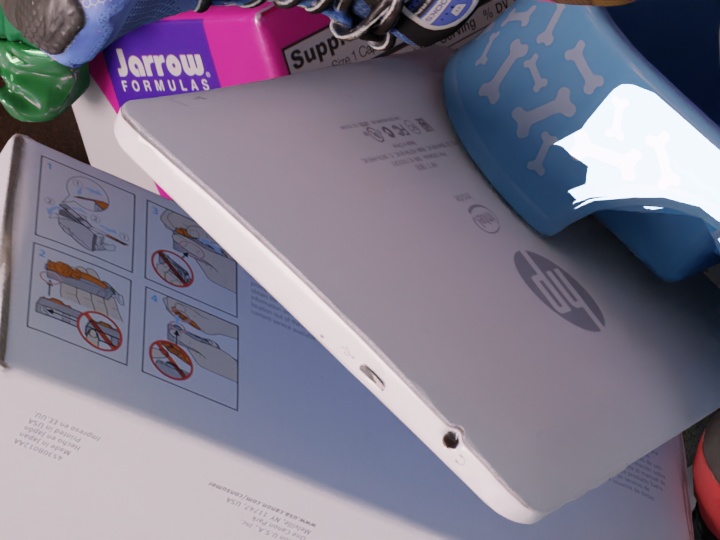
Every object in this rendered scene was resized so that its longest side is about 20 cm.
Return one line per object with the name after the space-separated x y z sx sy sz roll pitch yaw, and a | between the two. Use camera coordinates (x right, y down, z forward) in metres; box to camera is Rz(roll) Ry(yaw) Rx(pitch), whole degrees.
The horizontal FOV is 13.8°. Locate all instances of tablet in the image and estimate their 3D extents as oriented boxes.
0.030 -0.005 0.720 0.130 0.200 0.014 44 113 12 | tablet

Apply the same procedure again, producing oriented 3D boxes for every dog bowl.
0.111 -0.010 0.755 0.200 0.111 0.050 46 120 16 | dog bowl

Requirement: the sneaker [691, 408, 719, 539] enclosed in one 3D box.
0.164 0.115 0.777 0.200 0.071 0.098 30 122 7 | sneaker

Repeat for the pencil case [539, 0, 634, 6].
0.060 -0.147 0.646 0.082 0.087 0.201 9 138 -12 | pencil case

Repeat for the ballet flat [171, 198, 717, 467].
0.038 0.014 0.796 0.067 0.199 0.069 11 79 58 | ballet flat

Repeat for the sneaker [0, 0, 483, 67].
-0.006 -0.096 0.747 0.089 0.200 0.079 52 139 3 | sneaker

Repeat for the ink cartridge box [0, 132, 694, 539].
-0.043 0.085 0.761 0.199 0.084 0.176 24 127 -22 | ink cartridge box

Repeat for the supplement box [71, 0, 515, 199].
0.000 0.000 0.879 0.101 0.103 0.201 3 115 48 | supplement box

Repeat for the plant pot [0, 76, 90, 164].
-0.156 -0.020 0.954 0.200 0.198 0.201 26 131 34 | plant pot

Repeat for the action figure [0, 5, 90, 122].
-0.081 -0.132 0.795 0.118 0.054 0.201 36 128 42 | action figure

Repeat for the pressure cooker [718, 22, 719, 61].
0.179 -0.043 0.603 0.176 0.178 0.201 42 137 15 | pressure cooker
